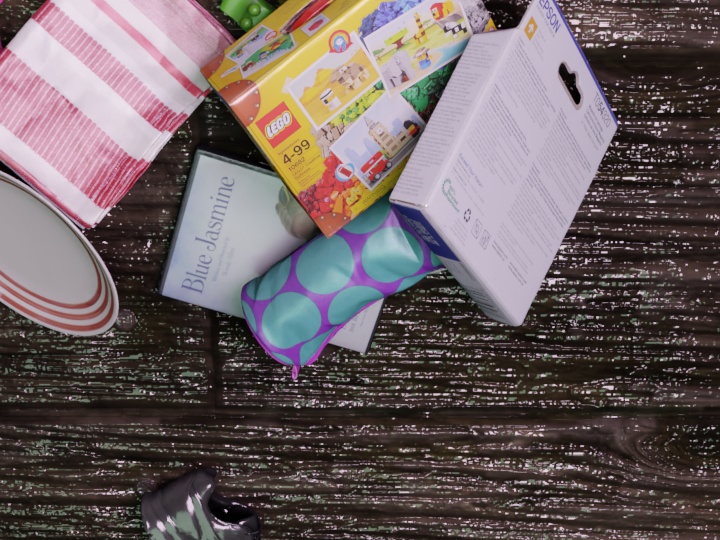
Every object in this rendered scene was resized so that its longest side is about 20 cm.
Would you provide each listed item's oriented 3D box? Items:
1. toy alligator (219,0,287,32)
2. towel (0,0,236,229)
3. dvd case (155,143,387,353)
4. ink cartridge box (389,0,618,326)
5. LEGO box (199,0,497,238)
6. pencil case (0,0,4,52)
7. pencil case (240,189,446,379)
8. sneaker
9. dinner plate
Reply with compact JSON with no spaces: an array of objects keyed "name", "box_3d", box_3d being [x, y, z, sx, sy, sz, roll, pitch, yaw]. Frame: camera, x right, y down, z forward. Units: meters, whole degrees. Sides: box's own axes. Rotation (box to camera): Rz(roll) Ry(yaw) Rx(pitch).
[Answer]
[{"name":"toy alligator","box_3d":[-0.071,-0.196,0.977,0.200,0.054,0.059,33,108,-12]},{"name":"towel","box_3d":[-0.206,-0.151,0.970,0.144,0.023,0.200,41,81,-15]},{"name":"dvd case","box_3d":[-0.066,-0.017,1.069,0.199,0.018,0.143,16,112,-6]},{"name":"ink cartridge box","box_3d":[0.118,-0.086,0.946,0.196,0.043,0.201,46,66,-50]},{"name":"LEGO box","box_3d":[0.004,-0.149,0.935,0.200,0.077,0.149,-39,128,-2]},{"name":"pencil case","box_3d":[-0.383,-0.171,0.977,0.199,0.088,0.089,-12,112,3]},{"name":"pencil case","box_3d":[0.000,0.000,1.020,0.200,0.085,0.093,-33,95,12]},{"name":"sneaker","box_3d":[-0.123,0.274,1.160,0.091,0.076,0.200,-33,112,3]},{"name":"dinner plate","box_3d":[-0.282,-0.022,1.017,0.199,0.024,0.201,23,145,17]}]
